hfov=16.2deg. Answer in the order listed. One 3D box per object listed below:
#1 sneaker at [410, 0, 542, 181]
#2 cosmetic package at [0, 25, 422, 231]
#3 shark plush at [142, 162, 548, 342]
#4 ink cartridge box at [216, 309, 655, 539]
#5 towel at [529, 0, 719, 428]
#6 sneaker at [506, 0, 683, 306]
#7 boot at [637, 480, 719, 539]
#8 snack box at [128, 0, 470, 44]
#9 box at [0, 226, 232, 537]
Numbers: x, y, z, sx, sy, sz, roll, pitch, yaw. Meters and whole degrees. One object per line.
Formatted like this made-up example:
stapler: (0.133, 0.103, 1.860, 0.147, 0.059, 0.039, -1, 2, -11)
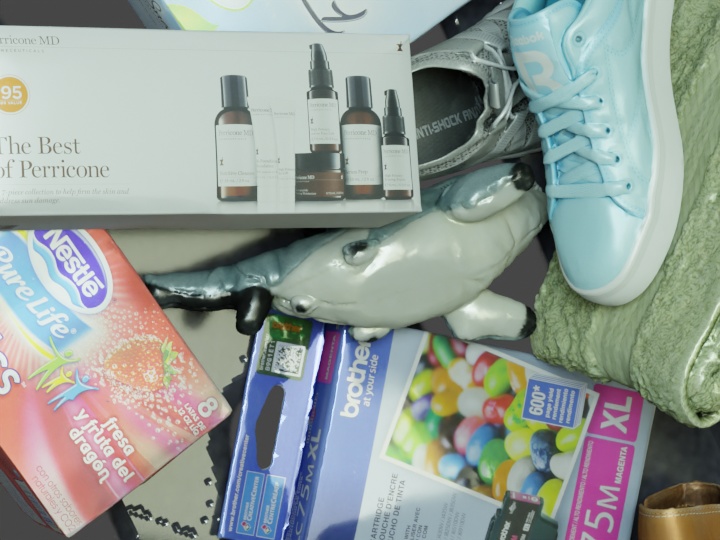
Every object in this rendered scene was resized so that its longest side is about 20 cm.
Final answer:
sneaker: (0.065, -0.082, 1.202, 0.200, 0.082, 0.075, -28, 98, -15)
cosmetic package: (-0.074, -0.061, 1.083, 0.200, 0.051, 0.083, -2, 82, -25)
shark plush: (0.000, 0.000, 1.191, 0.200, 0.083, 0.091, -23, 124, -9)
ink cartridge box: (0.039, 0.092, 1.218, 0.200, 0.042, 0.119, 12, 86, -15)
towel: (0.153, -0.036, 1.163, 0.036, 0.148, 0.200, 22, 90, -33)
sneaker: (0.094, -0.085, 1.142, 0.082, 0.074, 0.200, 7, 78, -40)
boot: (0.148, 0.187, 1.176, 0.074, 0.200, 0.155, 0, 97, 6)
snack box: (-0.021, -0.179, 1.184, 0.200, 0.068, 0.169, -37, 101, -12)
box: (-0.160, 0.010, 1.125, 0.095, 0.103, 0.200, -37, 99, -15)
